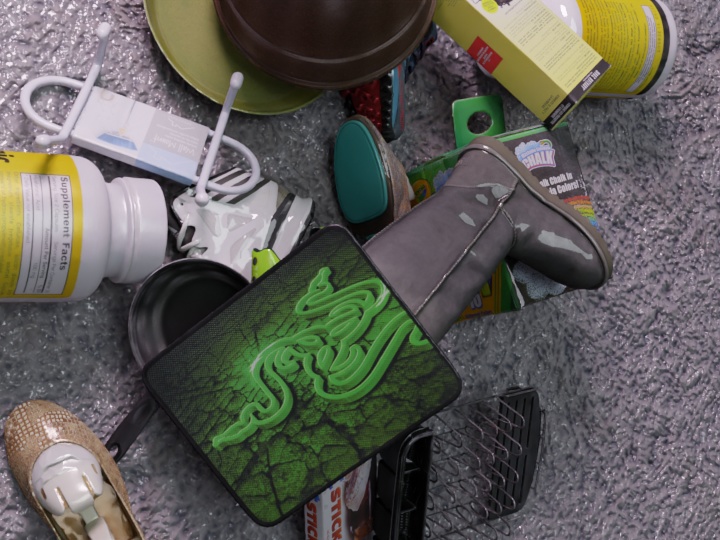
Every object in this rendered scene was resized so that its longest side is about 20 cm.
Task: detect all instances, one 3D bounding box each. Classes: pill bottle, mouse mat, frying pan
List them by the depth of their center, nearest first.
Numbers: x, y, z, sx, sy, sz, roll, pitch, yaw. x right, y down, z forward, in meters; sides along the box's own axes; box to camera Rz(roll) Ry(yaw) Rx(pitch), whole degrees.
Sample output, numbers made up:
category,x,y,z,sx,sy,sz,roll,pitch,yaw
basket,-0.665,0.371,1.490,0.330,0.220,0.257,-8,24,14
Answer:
category,x,y,z,sx,sy,sz,roll,pitch,yaw
pill bottle,-0.250,-0.031,0.739,0.200,0.111,0.111,2,81,-31
mouse mat,-0.046,0.082,0.753,0.200,0.008,0.161,-37,95,10
frying pan,-0.129,0.082,0.778,0.115,0.031,0.190,16,103,7
pill bottle,0.220,-0.237,1.047,0.200,0.112,0.113,-3,83,-31

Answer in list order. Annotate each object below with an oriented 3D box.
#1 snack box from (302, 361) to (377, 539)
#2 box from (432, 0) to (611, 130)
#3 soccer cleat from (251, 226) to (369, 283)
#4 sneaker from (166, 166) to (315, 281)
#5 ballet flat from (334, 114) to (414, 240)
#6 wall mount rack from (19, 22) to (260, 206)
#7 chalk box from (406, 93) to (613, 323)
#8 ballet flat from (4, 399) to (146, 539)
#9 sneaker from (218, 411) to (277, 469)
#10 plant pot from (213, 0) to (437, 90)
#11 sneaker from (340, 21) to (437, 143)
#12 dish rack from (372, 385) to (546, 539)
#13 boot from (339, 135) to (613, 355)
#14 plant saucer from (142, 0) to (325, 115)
category,x,y,z,sx,sy,sz,roll,pitch,yaw
snack box,-0.017,0.147,0.830,0.072,0.024,0.200,-28,127,-43
box,0.129,-0.224,0.925,0.200,0.050,0.075,43,56,1
soccer cleat,0.000,0.000,0.830,0.200,0.067,0.081,-11,98,-36
sneaker,-0.128,0.005,0.841,0.115,0.076,0.201,27,72,-6
ballet flat,0.024,-0.045,0.937,0.067,0.068,0.200,-13,93,-50
wall mount rack,-0.168,-0.108,0.781,0.200,0.075,0.174,19,45,-12
chalk box,0.130,-0.065,0.961,0.125,0.124,0.200,-16,88,-30
ballet flat,-0.199,0.185,0.756,0.070,0.065,0.200,-33,97,-20
sneaker,-0.048,0.085,0.838,0.202,0.067,0.108,-63,146,-20
plant pot,-0.025,-0.262,0.785,0.200,0.198,0.201,0,86,-3
sneaker,0.038,-0.217,0.959,0.095,0.079,0.200,3,80,-32
dish rack,0.097,0.187,0.903,0.200,0.055,0.154,-9,113,-34
boot,0.094,0.006,0.811,0.182,0.073,0.200,40,55,-1
plant saucer,-0.103,-0.233,0.906,0.200,0.031,0.200,6,79,-30
